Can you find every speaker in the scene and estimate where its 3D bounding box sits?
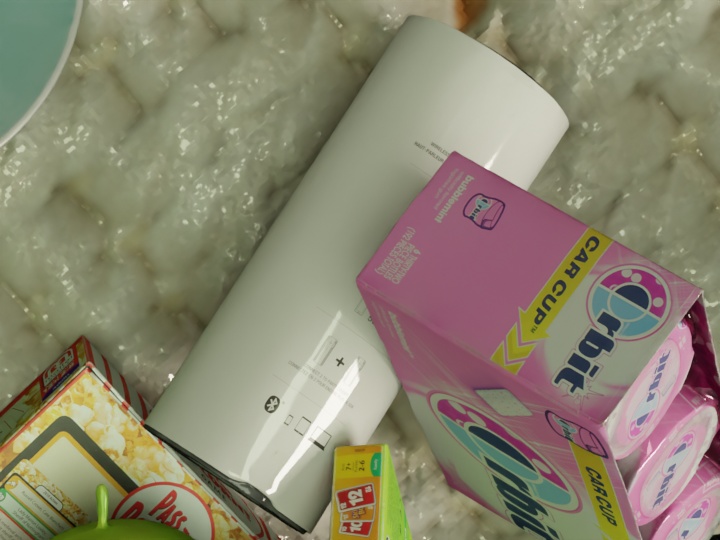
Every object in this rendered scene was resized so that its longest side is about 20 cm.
[{"bbox_3d":[0.000,0.000,1.040,0.081,0.081,0.201,34,83,-15],"label":"speaker"}]

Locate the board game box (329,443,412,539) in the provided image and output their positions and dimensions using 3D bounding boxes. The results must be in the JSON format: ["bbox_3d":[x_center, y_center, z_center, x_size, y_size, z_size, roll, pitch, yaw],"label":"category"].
[{"bbox_3d":[0.014,0.164,1.051,0.030,0.096,0.201,-5,143,10],"label":"board game box"}]

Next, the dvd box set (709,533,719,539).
[{"bbox_3d":[0.163,0.208,1.125,0.145,0.029,0.201,-14,110,33],"label":"dvd box set"}]

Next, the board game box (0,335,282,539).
[{"bbox_3d":[-0.136,0.152,1.092,0.200,0.046,0.152,-42,106,2],"label":"board game box"}]

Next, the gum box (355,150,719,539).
[{"bbox_3d":[0.080,0.051,1.015,0.113,0.200,0.066,30,73,26],"label":"gum box"}]

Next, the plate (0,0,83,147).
[{"bbox_3d":[-0.202,-0.124,0.993,0.199,0.026,0.202,6,76,-25],"label":"plate"}]

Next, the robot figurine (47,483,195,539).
[{"bbox_3d":[-0.077,0.184,1.024,0.175,0.116,0.201,-36,106,-7],"label":"robot figurine"}]
